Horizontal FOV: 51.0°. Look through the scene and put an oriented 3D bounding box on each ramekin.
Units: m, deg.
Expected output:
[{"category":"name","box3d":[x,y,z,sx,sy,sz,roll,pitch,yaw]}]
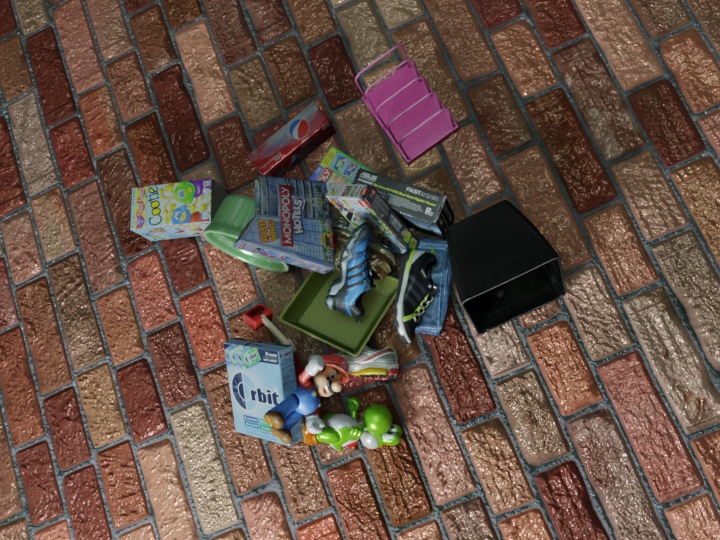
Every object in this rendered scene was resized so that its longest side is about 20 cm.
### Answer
[{"category":"ramekin","box3d":[-0.231,-0.082,1.639,0.199,0.200,0.098,17,75,17]}]

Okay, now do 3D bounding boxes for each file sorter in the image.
[{"category":"file sorter","box3d":[0.097,-0.367,1.651,0.139,0.125,0.201,-35,72,5]}]

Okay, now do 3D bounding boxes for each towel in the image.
[{"category":"towel","box3d":[0.135,0.031,1.594,0.111,0.049,0.201,7,80,16]}]

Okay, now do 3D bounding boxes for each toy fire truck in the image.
[{"category":"toy fire truck","box3d":[-0.162,0.173,1.587,0.200,0.142,0.049,36,55,29]}]

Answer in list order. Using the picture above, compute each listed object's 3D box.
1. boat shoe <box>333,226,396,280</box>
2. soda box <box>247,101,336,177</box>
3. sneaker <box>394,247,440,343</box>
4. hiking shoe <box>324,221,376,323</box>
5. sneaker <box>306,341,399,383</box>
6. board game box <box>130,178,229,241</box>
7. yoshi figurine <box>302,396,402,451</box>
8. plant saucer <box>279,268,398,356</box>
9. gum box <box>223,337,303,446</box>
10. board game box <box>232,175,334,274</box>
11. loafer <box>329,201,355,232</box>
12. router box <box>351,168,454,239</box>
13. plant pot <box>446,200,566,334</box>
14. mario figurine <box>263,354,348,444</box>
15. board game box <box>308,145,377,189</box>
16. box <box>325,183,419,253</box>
[{"category":"boat shoe","box3d":[-0.024,-0.034,1.597,0.199,0.076,0.074,18,63,21]},{"category":"soda box","box3d":[-0.157,-0.291,1.732,0.200,0.063,0.070,-39,72,3]},{"category":"sneaker","box3d":[0.119,0.048,1.531,0.082,0.072,0.201,2,78,17]},{"category":"hiking shoe","box3d":[0.000,0.000,1.527,0.086,0.074,0.201,24,111,13]},{"category":"sneaker","box3d":[-0.015,0.191,1.592,0.199,0.078,0.083,1,65,10]},{"category":"board game box","box3d":[-0.415,-0.139,1.743,0.199,0.105,0.104,-5,76,12]},{"category":"yoshi figurine","box3d":[-0.014,0.309,1.543,0.199,0.112,0.113,2,71,11]},{"category":"plant saucer","box3d":[-0.037,0.076,1.598,0.199,0.048,0.200,23,63,23]},{"category":"gum box","box3d":[-0.203,0.248,1.563,0.169,0.044,0.201,3,103,41]},{"category":"board game box","box3d":[-0.158,-0.099,1.537,0.199,0.062,0.201,2,77,-25]},{"category":"loafer","box3d":[-0.081,-0.123,1.645,0.199,0.063,0.072,26,84,18]},{"category":"router box","box3d":[0.091,-0.138,1.589,0.199,0.150,0.062,20,83,18]},{"category":"plant pot","box3d":[0.276,-0.017,1.502,0.199,0.200,0.178,-25,62,8]},{"category":"mario figurine","box3d":[-0.089,0.246,1.474,0.106,0.124,0.200,40,64,9]},{"category":"board game box","box3d":[-0.064,-0.163,1.699,0.134,0.029,0.201,33,87,18]},{"category":"box","box3d":[0.027,-0.105,1.558,0.110,0.200,0.035,8,63,42]}]
